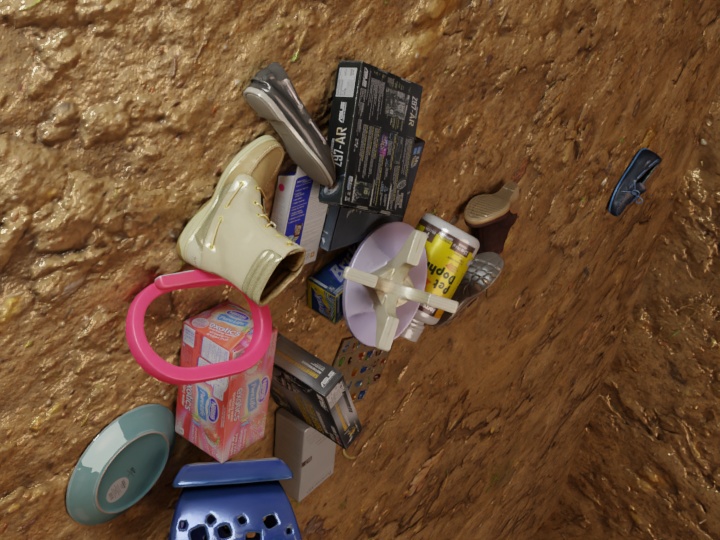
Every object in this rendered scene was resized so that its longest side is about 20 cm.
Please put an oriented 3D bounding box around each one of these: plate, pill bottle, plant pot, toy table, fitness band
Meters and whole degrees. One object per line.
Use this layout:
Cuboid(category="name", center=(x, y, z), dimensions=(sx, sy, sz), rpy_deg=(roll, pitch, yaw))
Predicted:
Cuboid(category="plate", center=(-0.330, 0.282, 1.409), dimensions=(0.200, 0.026, 0.200), rpy_deg=(-42, 149, -33))
Cuboid(category="pill bottle", center=(0.107, 0.014, 1.649), dimensions=(0.200, 0.109, 0.109), rpy_deg=(-62, 153, 5))
Cuboid(category="plant pot", center=(-0.191, 0.374, 1.477), dimensions=(0.200, 0.200, 0.180), rpy_deg=(132, -45, -75))
Cuboid(category="toy table", center=(0.049, 0.023, 1.522), dimensions=(0.117, 0.183, 0.200), rpy_deg=(-168, -96, -75))
Cuboid(category="fitness band", center=(-0.207, 0.072, 1.285), dimensions=(0.200, 0.037, 0.144), rpy_deg=(-8, 81, -38))

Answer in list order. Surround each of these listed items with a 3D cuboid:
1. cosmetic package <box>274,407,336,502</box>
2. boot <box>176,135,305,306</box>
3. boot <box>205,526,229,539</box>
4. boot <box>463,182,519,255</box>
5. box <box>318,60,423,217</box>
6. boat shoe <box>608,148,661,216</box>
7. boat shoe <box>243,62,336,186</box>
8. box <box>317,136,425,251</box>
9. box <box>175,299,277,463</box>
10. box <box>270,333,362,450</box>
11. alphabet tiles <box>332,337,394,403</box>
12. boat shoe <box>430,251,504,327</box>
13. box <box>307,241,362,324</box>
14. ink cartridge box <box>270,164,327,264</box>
Cuboid(category="cosmetic package", center=(-0.098, 0.311, 1.781), dimensions=(0.102, 0.074, 0.200), rpy_deg=(-36, 144, -38))
Cuboid(category="boot", center=(-0.123, -0.065, 1.267), dimensions=(0.200, 0.155, 0.073), rpy_deg=(-54, 152, -12))
Cuboid(category="boot", center=(-0.210, 0.434, 1.617), dimensions=(0.200, 0.150, 0.073), rpy_deg=(-54, 160, -8))
Cuboid(category="boot", center=(0.258, -0.076, 1.997), dimensions=(0.200, 0.072, 0.167), rpy_deg=(-32, 141, -48))
Cuboid(category="box", center=(0.017, -0.185, 1.425), dimensions=(0.160, 0.043, 0.200), rpy_deg=(5, 93, -54))
Cuboid(category="boat shoe", center=(0.738, -0.232, 2.661), dimensions=(0.084, 0.069, 0.200), rpy_deg=(14, 105, -62))
Cuboid(category="boat shoe", center=(-0.076, -0.187, 1.292), dimensions=(0.057, 0.067, 0.200), rpy_deg=(-55, 137, -15))
Cuboid(category="box", center=(0.011, -0.127, 1.550), dimensions=(0.200, 0.051, 0.158), rpy_deg=(-20, 134, -50))
Cuboid(category="box", center=(-0.194, 0.159, 1.424), dimensions=(0.095, 0.103, 0.200), rpy_deg=(-27, 136, -47))
Cuboid(category="box", center=(-0.085, 0.190, 1.586), dimensions=(0.048, 0.158, 0.200), rpy_deg=(-50, 152, -22))
Cuboid(category="alphabet tiles", center=(-0.004, 0.189, 1.891), dimensions=(0.200, 0.008, 0.167), rpy_deg=(-10, 125, -57))
Cuboid(category="boat shoe", center=(0.210, 0.037, 2.015), dimensions=(0.200, 0.076, 0.072), rpy_deg=(-40, 164, 7))
Cuboid(category="box", center=(0.000, 0.000, 1.644), dimensions=(0.200, 0.064, 0.070), rpy_deg=(-40, 147, -35))
Cuboid(category="ink cartridge box", center=(-0.086, -0.092, 1.438), dimensions=(0.095, 0.037, 0.200), rpy_deg=(-24, 139, -48))
